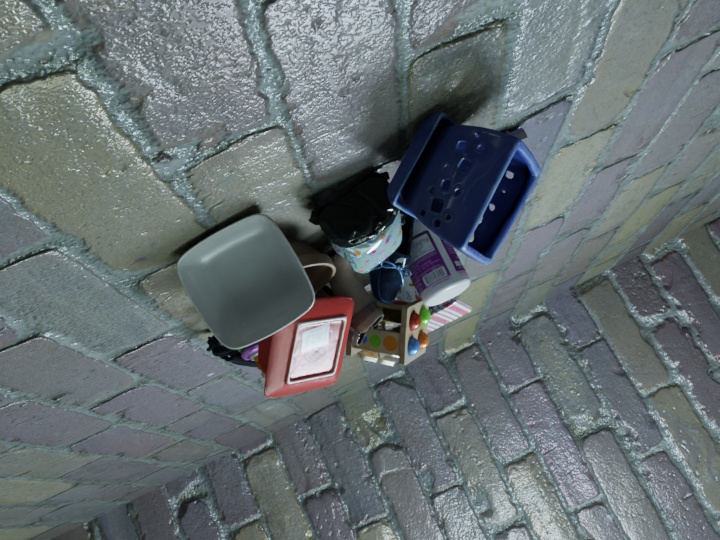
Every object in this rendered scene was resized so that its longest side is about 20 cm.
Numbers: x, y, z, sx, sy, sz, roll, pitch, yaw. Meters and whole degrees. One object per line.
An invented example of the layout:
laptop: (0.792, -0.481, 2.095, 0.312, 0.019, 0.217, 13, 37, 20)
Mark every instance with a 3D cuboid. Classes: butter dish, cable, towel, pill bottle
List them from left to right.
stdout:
cable: (-0.257, 0.152, 1.689, 0.199, 0.051, 0.163, 3, -145, 25)
butter dish: (-0.132, 0.129, 1.468, 0.200, 0.148, 0.200, -5, 114, -45)
pill bottle: (0.143, -0.034, 1.582, 0.112, 0.200, 0.112, -23, 163, -8)
towel: (0.165, 0.119, 1.803, 0.200, 0.030, 0.146, -28, 161, 16)

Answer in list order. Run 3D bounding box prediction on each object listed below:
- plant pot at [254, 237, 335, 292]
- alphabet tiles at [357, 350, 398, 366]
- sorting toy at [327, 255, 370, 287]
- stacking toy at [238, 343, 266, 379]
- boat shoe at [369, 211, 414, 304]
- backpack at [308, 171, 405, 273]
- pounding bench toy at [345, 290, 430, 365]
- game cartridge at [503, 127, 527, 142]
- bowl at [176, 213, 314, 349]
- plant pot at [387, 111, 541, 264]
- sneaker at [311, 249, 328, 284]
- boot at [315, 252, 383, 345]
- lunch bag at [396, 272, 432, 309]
plant pot: (-0.155, 0.000, 1.433, 0.200, 0.093, 0.201, -23, 164, -7)
alphabet tiles: (0.000, 0.159, 1.727, 0.195, 0.200, 0.015, 16, 108, -33)
sorting toy: (0.000, 0.000, 1.670, 0.200, 0.107, 0.180, -33, 169, 22)
stacking toy: (-0.228, 0.150, 1.582, 0.109, 0.200, 0.116, -23, 162, -12)
boat shoe: (0.065, -0.032, 1.508, 0.084, 0.201, 0.069, 7, 177, -29)
backpack: (0.003, -0.078, 1.379, 0.167, 0.127, 0.200, -28, 166, -4)
pounding bench toy: (0.083, 0.116, 1.629, 0.155, 0.125, 0.200, 7, -169, 25)
game cartridge: (0.226, -0.213, 1.469, 0.199, 0.038, 0.130, -23, 159, -12)
bowl: (-0.194, 0.016, 1.289, 0.200, 0.200, 0.075, -29, -171, 7)
plant pot: (0.170, -0.145, 1.259, 0.200, 0.179, 0.200, -62, 157, 6)
sneaker: (-0.124, 0.010, 1.579, 0.200, 0.075, 0.085, -41, 177, 39)
boot: (-0.011, 0.049, 1.510, 0.070, 0.146, 0.200, -23, 148, -51)
lunch bag: (0.157, 0.011, 1.789, 0.124, 0.170, 0.200, -22, 164, -21)
